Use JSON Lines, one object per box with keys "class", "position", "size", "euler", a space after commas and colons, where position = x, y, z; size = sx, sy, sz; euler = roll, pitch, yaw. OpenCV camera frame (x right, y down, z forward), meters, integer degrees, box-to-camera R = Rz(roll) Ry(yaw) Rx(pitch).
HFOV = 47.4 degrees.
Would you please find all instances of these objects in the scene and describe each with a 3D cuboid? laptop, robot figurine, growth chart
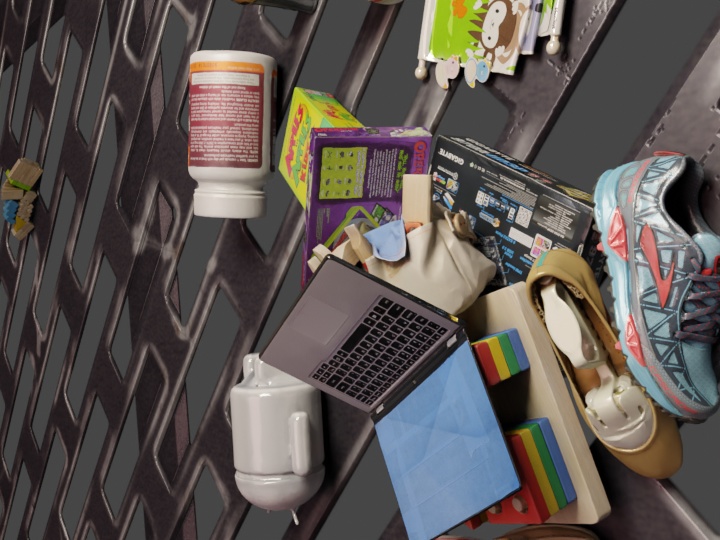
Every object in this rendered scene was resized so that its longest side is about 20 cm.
{"class": "laptop", "position": [0.012, 0.118, 0.687], "size": [0.188, 0.197, 0.117], "euler": [-52, 15, 50]}
{"class": "robot figurine", "position": [-0.100, 0.202, 1.003], "size": [0.169, 0.111, 0.205], "euler": [178, 89, -66]}
{"class": "growth chart", "position": [0.121, -0.249, 0.771], "size": [0.198, 0.017, 0.148], "euler": [10, 99, 53]}

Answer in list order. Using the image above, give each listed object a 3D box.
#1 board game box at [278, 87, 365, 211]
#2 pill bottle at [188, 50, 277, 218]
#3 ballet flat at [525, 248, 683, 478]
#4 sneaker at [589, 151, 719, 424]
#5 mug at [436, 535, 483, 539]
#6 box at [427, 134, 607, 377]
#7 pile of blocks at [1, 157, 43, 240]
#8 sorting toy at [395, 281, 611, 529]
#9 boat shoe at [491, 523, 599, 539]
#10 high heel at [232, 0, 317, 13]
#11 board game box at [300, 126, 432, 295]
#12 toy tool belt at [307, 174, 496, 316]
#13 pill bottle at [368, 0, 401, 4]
{"class": "board game box", "position": [-0.040, -0.126, 0.906], "size": [0.200, 0.047, 0.103], "euler": [-125, 45, -59]}
{"class": "pill bottle", "position": [-0.165, -0.172, 1.056], "size": [0.113, 0.113, 0.205], "euler": [10, 100, 50]}
{"class": "ballet flat", "position": [0.183, 0.080, 0.641], "size": [0.068, 0.063, 0.202], "euler": [-32, 84, 31]}
{"class": "sneaker", "position": [0.234, 0.009, 0.601], "size": [0.095, 0.078, 0.204], "euler": [-24, 74, 47]}
{"class": "mug", "position": [0.069, 0.368, 0.766], "size": [0.133, 0.174, 0.205], "euler": [-2, 87, 63]}
{"class": "box", "position": [0.128, -0.018, 0.756], "size": [0.199, 0.045, 0.162], "euler": [35, 119, 44]}
{"class": "pile of blocks", "position": [-0.769, -0.169, 1.832], "size": [0.062, 0.081, 0.203], "euler": [45, 126, 38]}
{"class": "sorting toy", "position": [0.098, 0.137, 0.737], "size": [0.198, 0.069, 0.204], "euler": [-26, 83, 58]}
{"class": "boat shoe", "position": [0.114, 0.264, 0.689], "size": [0.069, 0.196, 0.075], "euler": [63, -167, -82]}
{"class": "high heel", "position": [-0.100, -0.404, 0.935], "size": [0.071, 0.141, 0.204], "euler": [24, 111, 47]}
{"class": "board game box", "position": [0.002, -0.044, 0.824], "size": [0.032, 0.117, 0.204], "euler": [-110, 23, -57]}
{"class": "toy tool belt", "position": [0.017, -0.004, 0.750], "size": [0.198, 0.125, 0.124], "euler": [-25, 100, 41]}
{"class": "pill bottle", "position": [-0.036, -0.337, 0.809], "size": [0.111, 0.197, 0.115], "euler": [1, 91, 55]}
